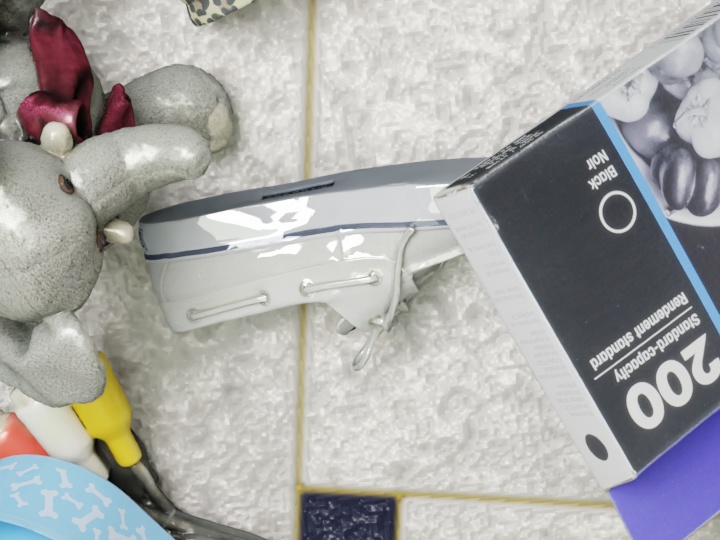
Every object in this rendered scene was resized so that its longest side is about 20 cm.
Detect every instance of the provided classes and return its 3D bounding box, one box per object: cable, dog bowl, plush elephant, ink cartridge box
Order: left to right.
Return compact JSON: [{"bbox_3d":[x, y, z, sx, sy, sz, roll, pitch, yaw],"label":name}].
[{"bbox_3d":[-0.132,-0.044,0.708,0.199,0.155,0.166,-34,132,-13],"label":"plush elephant"},{"bbox_3d":[-0.119,0.164,0.829,0.111,0.050,0.200,-22,122,38],"label":"dog bowl"},{"bbox_3d":[-0.114,0.119,0.844,0.097,0.050,0.200,-37,99,18],"label":"cable"},{"bbox_3d":[0.161,-0.001,0.771,0.197,0.043,0.201,-35,101,-18],"label":"ink cartridge box"}]

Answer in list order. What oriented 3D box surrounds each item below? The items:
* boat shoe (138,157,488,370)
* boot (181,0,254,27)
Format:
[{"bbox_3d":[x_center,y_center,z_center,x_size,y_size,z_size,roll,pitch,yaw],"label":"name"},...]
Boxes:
[{"bbox_3d":[-0.001,0.001,0.805,0.199,0.075,0.087,-9,102,7],"label":"boat shoe"},{"bbox_3d":[-0.031,-0.216,0.758,0.202,0.074,0.155,-26,104,13],"label":"boot"}]
